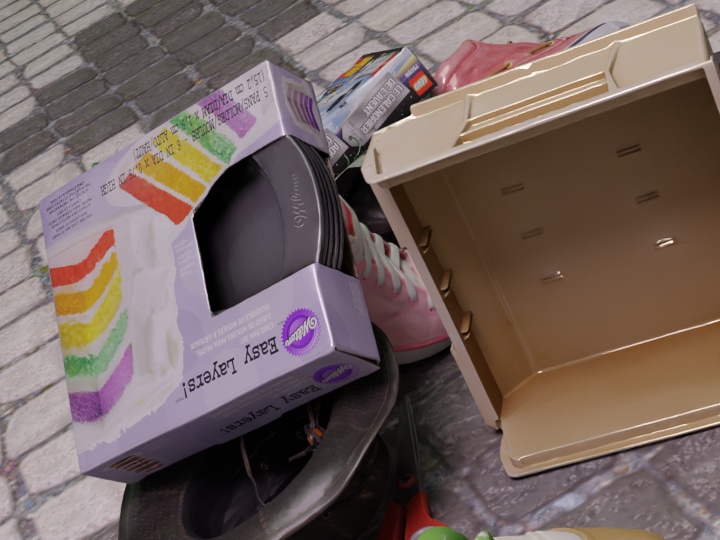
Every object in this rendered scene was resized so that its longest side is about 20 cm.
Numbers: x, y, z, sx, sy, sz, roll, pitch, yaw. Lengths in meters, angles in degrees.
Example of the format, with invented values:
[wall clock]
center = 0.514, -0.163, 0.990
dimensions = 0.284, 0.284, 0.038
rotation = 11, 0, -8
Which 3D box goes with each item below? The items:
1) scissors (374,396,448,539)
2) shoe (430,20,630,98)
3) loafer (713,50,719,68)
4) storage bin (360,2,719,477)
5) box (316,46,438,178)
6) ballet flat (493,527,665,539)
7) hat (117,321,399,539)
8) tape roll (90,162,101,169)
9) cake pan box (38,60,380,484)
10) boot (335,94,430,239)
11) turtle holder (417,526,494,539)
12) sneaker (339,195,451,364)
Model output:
[scissors]
center = 0.034, 0.130, 0.892
dimensions = 0.073, 0.014, 0.200
rotation = -17, 27, 26
[shoe]
center = 0.134, -0.153, 1.176
dimensions = 0.091, 0.072, 0.200
rotation = 22, 34, 25
[loafer]
center = 0.211, -0.101, 1.065
dimensions = 0.199, 0.073, 0.071
rotation = -22, 27, 7
[storage bin]
center = 0.125, -0.011, 0.841
dimensions = 0.198, 0.201, 0.094
rotation = -18, 26, 19
[box]
center = -0.020, -0.108, 1.175
dimensions = 0.137, 0.040, 0.200
rotation = -43, 10, -2
[ballet flat]
center = 0.056, 0.166, 0.742
dimensions = 0.199, 0.063, 0.069
rotation = -29, 26, -3
[hat]
center = -0.043, 0.124, 0.888
dimensions = 0.200, 0.081, 0.201
rotation = -30, 30, 19
[tape roll]
center = -0.096, -0.029, 1.090
dimensions = 0.199, 0.048, 0.200
rotation = 14, 4, -1
[cake pan box]
center = -0.090, 0.003, 0.888
dimensions = 0.199, 0.052, 0.185
rotation = -26, 65, 28
[boot]
center = 0.081, -0.076, 1.178
dimensions = 0.173, 0.069, 0.200
rotation = 0, 41, 35
[turtle holder]
center = 0.028, 0.207, 0.639
dimensions = 0.131, 0.187, 0.141
rotation = -21, -6, 11
[sneaker]
center = 0.000, 0.000, 0.972
dimensions = 0.199, 0.105, 0.076
rotation = -1, 44, -29
